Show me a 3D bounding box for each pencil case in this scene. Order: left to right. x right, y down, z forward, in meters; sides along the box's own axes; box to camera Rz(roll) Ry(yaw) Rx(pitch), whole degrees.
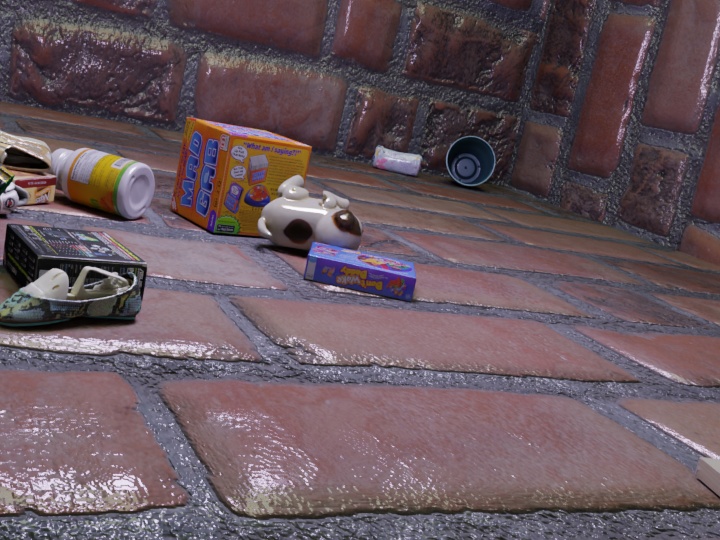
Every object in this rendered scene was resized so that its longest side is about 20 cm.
[{"bbox_3d":[0.148,-0.442,3.874,0.198,0.092,0.083,14,11,3],"label":"pencil case"}]

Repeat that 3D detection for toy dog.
[{"bbox_3d":[-0.086,-0.092,1.886,0.199,0.141,0.193,20,16,25],"label":"toy dog"}]

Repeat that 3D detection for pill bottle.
[{"bbox_3d":[-0.517,-0.178,1.894,0.198,0.112,0.111,16,12,19],"label":"pill bottle"}]

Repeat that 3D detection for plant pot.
[{"bbox_3d":[0.440,-0.433,3.934,0.198,0.202,0.188,12,-4,0],"label":"plant pot"}]

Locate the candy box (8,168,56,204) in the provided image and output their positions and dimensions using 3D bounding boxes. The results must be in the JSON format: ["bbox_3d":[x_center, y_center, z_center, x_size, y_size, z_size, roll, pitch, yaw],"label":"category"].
[{"bbox_3d":[-0.698,-0.176,1.832,0.198,0.056,0.115,18,14,20],"label":"candy box"}]

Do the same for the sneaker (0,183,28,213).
[{"bbox_3d":[-0.635,-0.130,1.636,0.088,0.075,0.200,12,12,7],"label":"sneaker"}]

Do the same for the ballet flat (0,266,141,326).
[{"bbox_3d":[-0.362,0.028,1.200,0.074,0.075,0.199,21,15,37],"label":"ballet flat"}]

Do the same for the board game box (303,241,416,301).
[{"bbox_3d":[0.000,0.000,1.760,0.198,0.045,0.135,12,12,-1],"label":"board game box"}]

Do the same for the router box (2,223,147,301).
[{"bbox_3d":[-0.402,-0.010,1.338,0.149,0.063,0.200,4,13,-32],"label":"router box"}]

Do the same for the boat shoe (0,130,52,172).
[{"bbox_3d":[-0.674,-0.221,1.784,0.198,0.072,0.076,2,33,-28],"label":"boat shoe"}]

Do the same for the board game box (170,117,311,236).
[{"bbox_3d":[-0.253,-0.194,2.016,0.199,0.202,0.199,4,14,-38],"label":"board game box"}]

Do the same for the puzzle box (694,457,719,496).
[{"bbox_3d":[0.505,0.264,1.099,0.198,0.026,0.133,10,12,-14],"label":"puzzle box"}]

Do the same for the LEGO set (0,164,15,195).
[{"bbox_3d":[-0.604,-0.112,1.386,0.116,0.154,0.200,37,20,-11],"label":"LEGO set"}]
